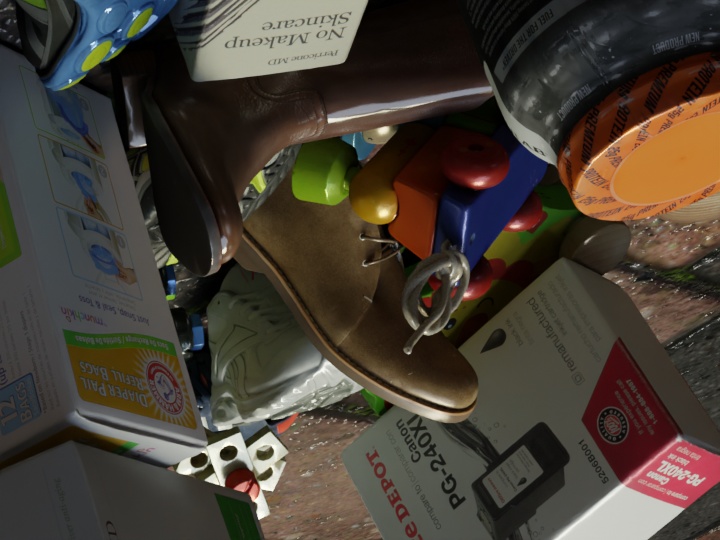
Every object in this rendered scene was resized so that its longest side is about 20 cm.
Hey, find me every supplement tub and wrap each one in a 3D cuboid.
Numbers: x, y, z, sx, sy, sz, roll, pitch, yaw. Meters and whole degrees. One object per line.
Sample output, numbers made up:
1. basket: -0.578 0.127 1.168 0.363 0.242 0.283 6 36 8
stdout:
1. supplement tub: 0.099 -0.130 0.755 0.122 0.200 0.123 -15 155 -7

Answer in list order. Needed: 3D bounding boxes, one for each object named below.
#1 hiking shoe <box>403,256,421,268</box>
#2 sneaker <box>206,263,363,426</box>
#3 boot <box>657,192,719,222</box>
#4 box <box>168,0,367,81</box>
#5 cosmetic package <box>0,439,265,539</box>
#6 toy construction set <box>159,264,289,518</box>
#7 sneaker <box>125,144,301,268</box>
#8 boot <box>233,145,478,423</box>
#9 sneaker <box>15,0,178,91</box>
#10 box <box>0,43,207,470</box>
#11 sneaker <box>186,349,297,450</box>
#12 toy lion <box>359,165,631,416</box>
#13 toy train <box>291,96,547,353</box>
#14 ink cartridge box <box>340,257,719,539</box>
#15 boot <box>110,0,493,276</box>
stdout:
1. hiking shoe: 0.033 0.012 1.178 0.101 0.076 0.200 -43 152 9
2. sneaker: -0.057 0.040 1.091 0.078 0.100 0.200 -14 177 -26
3. boot: 0.278 -0.099 1.110 0.199 0.074 0.155 -16 151 -14
4. box: -0.029 -0.166 0.745 0.082 0.069 0.200 -10 153 -18
5. cosmetic package: -0.107 0.153 0.821 0.085 0.108 0.200 -24 161 11
6. toy construction set: -0.122 0.064 1.032 0.092 0.200 0.131 -15 123 -30
7. sneaker: -0.119 -0.040 0.941 0.200 0.076 0.075 -37 151 3
8. boot: 0.000 0.000 0.983 0.075 0.200 0.074 -45 -179 26
9. sneaker: -0.122 -0.137 0.741 0.071 0.083 0.200 -39 173 -13
10. box: -0.166 0.011 0.850 0.112 0.200 0.101 -29 154 21
11. sneaker: -0.111 0.080 1.201 0.084 0.075 0.200 -40 156 29
12. toy lion: 0.058 0.009 1.095 0.192 0.069 0.200 -47 143 13
13. toy train: 0.015 -0.037 0.895 0.200 0.115 0.085 -49 152 -48
14. ink cartridge box: 0.103 0.116 1.089 0.200 0.145 0.083 -43 144 19
15. boot: -0.006 -0.074 0.844 0.199 0.187 0.064 -10 126 -14
